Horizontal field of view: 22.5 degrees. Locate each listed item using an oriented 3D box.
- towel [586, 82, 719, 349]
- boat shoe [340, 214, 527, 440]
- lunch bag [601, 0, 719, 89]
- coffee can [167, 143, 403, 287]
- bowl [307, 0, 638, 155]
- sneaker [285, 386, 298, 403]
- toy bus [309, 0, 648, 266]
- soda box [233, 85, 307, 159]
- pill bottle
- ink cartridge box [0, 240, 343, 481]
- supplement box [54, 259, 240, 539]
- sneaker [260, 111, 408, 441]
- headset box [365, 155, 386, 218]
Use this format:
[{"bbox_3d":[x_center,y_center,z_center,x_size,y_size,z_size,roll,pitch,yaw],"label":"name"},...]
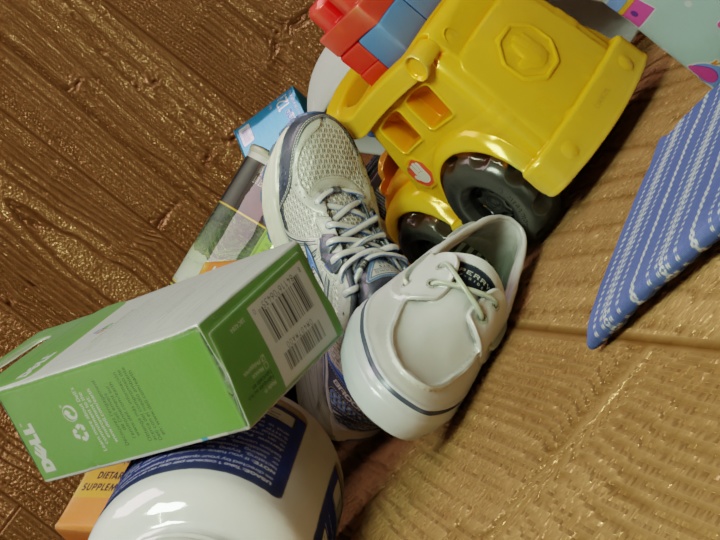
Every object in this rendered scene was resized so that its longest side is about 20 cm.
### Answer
[{"bbox_3d":[0.171,-0.061,0.754,0.200,0.024,0.145,-48,9,48],"label":"towel"},{"bbox_3d":[0.044,0.017,0.976,0.067,0.074,0.200,-50,6,26],"label":"boat shoe"},{"bbox_3d":[0.177,-0.210,0.838,0.200,0.170,0.122,-47,15,38],"label":"lunch bag"},{"bbox_3d":[-0.064,0.035,1.246,0.200,0.146,0.146,-59,6,-1],"label":"coffee can"},{"bbox_3d":[0.073,-0.160,1.256,0.200,0.200,0.075,-46,50,48],"label":"bowl"},{"bbox_3d":[-0.079,0.139,1.146,0.200,0.082,0.074,-42,33,1],"label":"sneaker"},{"bbox_3d":[0.046,-0.105,1.120,0.136,0.192,0.200,-57,8,-29],"label":"toy bus"},{"bbox_3d":[-0.030,-0.046,1.403,0.064,0.068,0.200,-36,49,15],"label":"soda box"},{"bbox_3d":[-0.076,0.144,0.917,0.120,0.120,0.200,-50,5,15],"label":"pill bottle"},{"bbox_3d":[-0.118,0.054,0.953,0.200,0.059,0.104,-18,15,34],"label":"ink cartridge box"},{"bbox_3d":[-0.100,0.088,1.090,0.066,0.069,0.200,-5,47,44],"label":"supplement box"},{"bbox_3d":[0.000,0.000,1.080,0.077,0.201,0.085,-11,-1,-31],"label":"sneaker"},{"bbox_3d":[0.051,-0.082,1.519,0.200,0.077,0.149,-54,6,-5],"label":"headset box"}]
